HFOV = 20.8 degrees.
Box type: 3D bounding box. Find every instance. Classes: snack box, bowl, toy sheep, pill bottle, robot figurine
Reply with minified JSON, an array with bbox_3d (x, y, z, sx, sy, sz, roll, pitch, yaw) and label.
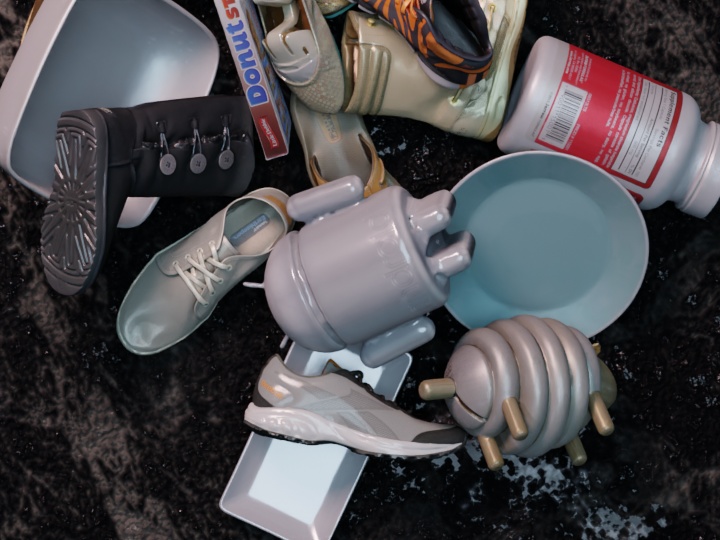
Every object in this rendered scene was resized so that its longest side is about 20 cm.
[{"bbox_3d":[-0.100,-0.202,1.713,0.024,0.072,0.201,-14,115,7],"label":"snack box"},{"bbox_3d":[-0.230,-0.154,1.701,0.074,0.200,0.201,25,89,38],"label":"bowl"},{"bbox_3d":[0.142,0.104,1.732,0.199,0.138,0.139,3,89,-32],"label":"toy sheep"},{"bbox_3d":[0.232,-0.123,1.757,0.199,0.112,0.113,22,87,-4],"label":"pill bottle"},{"bbox_3d":[0.000,0.000,1.705,0.199,0.113,0.171,-25,99,14],"label":"robot figurine"}]

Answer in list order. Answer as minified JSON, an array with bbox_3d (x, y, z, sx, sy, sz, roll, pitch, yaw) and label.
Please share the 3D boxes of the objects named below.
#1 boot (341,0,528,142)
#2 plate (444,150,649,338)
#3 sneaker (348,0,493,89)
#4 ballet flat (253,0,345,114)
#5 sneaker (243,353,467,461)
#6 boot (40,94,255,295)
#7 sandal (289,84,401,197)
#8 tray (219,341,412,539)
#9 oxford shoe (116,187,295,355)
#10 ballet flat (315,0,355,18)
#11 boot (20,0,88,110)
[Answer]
[{"bbox_3d":[0.065,-0.227,1.758,0.154,0.073,0.202,9,94,-13],"label":"boot"},{"bbox_3d":[0.159,-0.020,1.762,0.198,0.026,0.202,1,118,3],"label":"plate"},{"bbox_3d":[0.044,-0.245,1.666,0.200,0.112,0.078,42,80,-1],"label":"sneaker"},{"bbox_3d":[-0.070,-0.225,1.712,0.067,0.062,0.202,-10,104,37],"label":"ballet flat"},{"bbox_3d":[0.000,0.124,1.734,0.198,0.074,0.080,13,82,-4],"label":"sneaker"},{"bbox_3d":[-0.179,-0.070,1.704,0.065,0.199,0.166,24,112,32],"label":"boot"},{"bbox_3d":[-0.007,-0.088,1.765,0.080,0.054,0.201,-24,91,-5],"label":"sandal"},{"bbox_3d":[-0.041,0.145,1.775,0.107,0.022,0.201,25,87,-5],"label":"tray"},{"bbox_3d":[-0.140,-0.002,1.753,0.200,0.058,0.075,-40,95,-3],"label":"oxford shoe"},{"bbox_3d":[0.030,-0.301,1.753,0.199,0.071,0.071,-34,92,-11],"label":"ballet flat"},{"bbox_3d":[-0.264,-0.220,1.737,0.073,0.075,0.202,7,90,-6],"label":"boot"}]
